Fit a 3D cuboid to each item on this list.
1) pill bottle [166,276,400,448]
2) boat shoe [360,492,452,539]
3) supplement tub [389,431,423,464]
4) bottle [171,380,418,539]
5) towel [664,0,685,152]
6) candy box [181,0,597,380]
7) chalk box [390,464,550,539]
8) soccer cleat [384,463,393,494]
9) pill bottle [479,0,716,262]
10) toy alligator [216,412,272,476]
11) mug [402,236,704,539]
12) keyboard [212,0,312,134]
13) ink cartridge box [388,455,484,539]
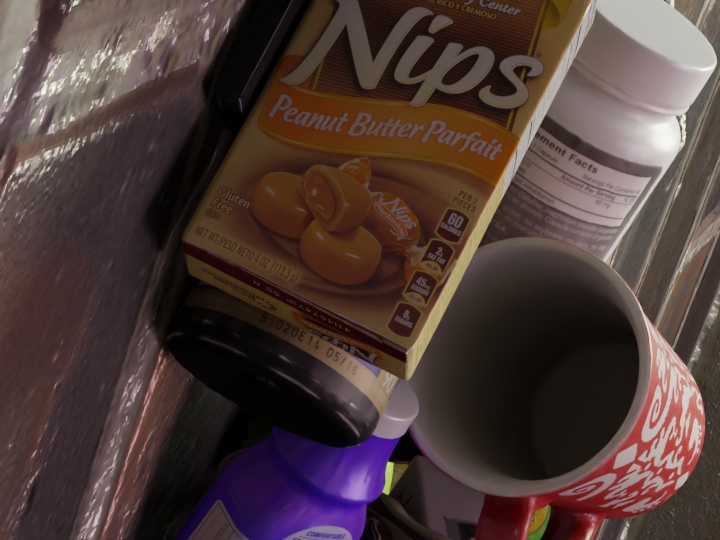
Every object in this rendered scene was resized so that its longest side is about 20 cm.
[{"bbox_3d":[-0.002,-0.026,1.233,0.201,0.112,0.112,-62,166,-15],"label":"pill bottle"},{"bbox_3d":[-0.009,0.155,1.409,0.202,0.075,0.075,-1,-103,66],"label":"boat shoe"},{"bbox_3d":[0.054,0.036,1.566,0.200,0.107,0.107,-40,151,-61],"label":"supplement tub"},{"bbox_3d":[-0.042,0.130,1.318,0.083,0.065,0.200,10,127,-43],"label":"bottle"},{"bbox_3d":[0.154,-0.120,1.615,0.133,0.034,0.201,-48,-148,44],"label":"towel"},{"bbox_3d":[0.015,-0.066,1.158,0.201,0.115,0.055,-62,173,-15],"label":"candy box"},{"bbox_3d":[0.081,0.178,1.710,0.124,0.199,0.124,-65,166,-3],"label":"chalk box"},{"bbox_3d":[-0.024,0.192,1.625,0.081,0.067,0.201,10,102,-82],"label":"soccer cleat"},{"bbox_3d":[0.110,-0.063,1.448,0.200,0.114,0.114,-59,171,24],"label":"pill bottle"},{"bbox_3d":[-0.042,0.093,1.426,0.200,0.059,0.054,25,44,-70],"label":"toy alligator"},{"bbox_3d":[0.099,0.085,1.376,0.178,0.133,0.200,-53,158,3],"label":"mug"},{"bbox_3d":[-0.016,-0.160,1.152,0.127,0.021,0.201,89,27,-73],"label":"keyboard"},{"bbox_3d":[0.043,0.190,1.454,0.116,0.066,0.201,122,-29,-41],"label":"ink cartridge box"}]
